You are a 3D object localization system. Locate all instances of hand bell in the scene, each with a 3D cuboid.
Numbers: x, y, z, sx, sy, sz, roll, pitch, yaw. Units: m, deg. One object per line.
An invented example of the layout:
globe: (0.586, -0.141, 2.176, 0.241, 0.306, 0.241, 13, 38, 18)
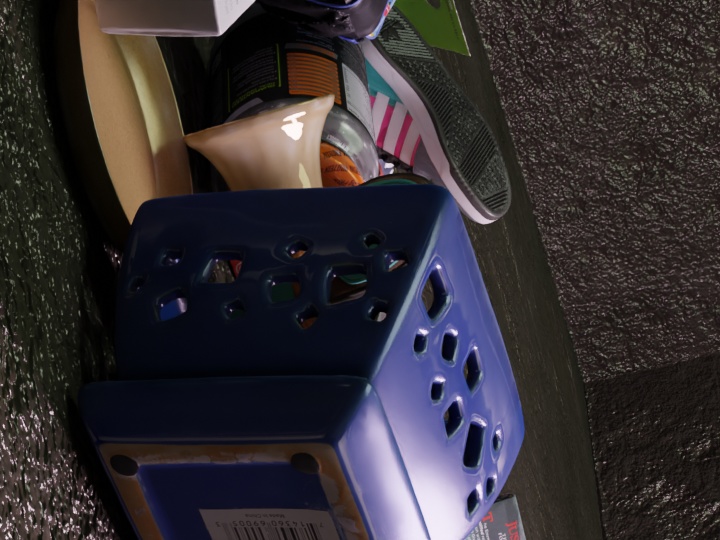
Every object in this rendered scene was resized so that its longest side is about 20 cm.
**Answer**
hand bell: (-0.041, -0.005, 1.368, 0.104, 0.103, 0.202, -39, 115, -79)

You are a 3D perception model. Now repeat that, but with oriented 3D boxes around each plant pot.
plant pot: (-0.035, 0.084, 1.171, 0.181, 0.198, 0.201, -69, 149, -46)
plant pot: (-0.146, -0.091, 1.278, 0.200, 0.027, 0.202, -13, 90, -81)

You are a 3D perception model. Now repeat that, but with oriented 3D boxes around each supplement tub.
supplement tub: (-0.050, -0.101, 1.518, 0.201, 0.121, 0.123, -95, 168, -53)

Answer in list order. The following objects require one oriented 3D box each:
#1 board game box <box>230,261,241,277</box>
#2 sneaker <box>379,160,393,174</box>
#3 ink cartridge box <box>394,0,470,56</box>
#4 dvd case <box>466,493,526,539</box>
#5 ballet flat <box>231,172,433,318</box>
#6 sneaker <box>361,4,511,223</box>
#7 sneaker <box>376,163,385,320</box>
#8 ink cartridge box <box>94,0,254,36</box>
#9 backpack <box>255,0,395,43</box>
board game box: (-0.052, -0.010, 1.636, 0.201, 0.046, 0.152, -87, 162, -57)
sneaker: (0.005, -0.083, 1.790, 0.070, 0.108, 0.201, 41, -21, 33)
ink cartridge box: (-0.015, -0.240, 1.734, 0.199, 0.076, 0.149, 21, -42, 50)
dvd case: (0.036, 0.250, 1.432, 0.022, 0.198, 0.147, -9, -84, 67)
ballet flat: (-0.015, -0.005, 1.429, 0.068, 0.199, 0.068, -4, 63, -60)
sneaker: (0.024, -0.104, 1.652, 0.201, 0.120, 0.083, 56, 40, 1)
sneaker: (0.000, 0.000, 1.575, 0.201, 0.070, 0.098, -94, 164, -47)
ink cartridge box: (-0.091, -0.246, 1.261, 0.200, 0.083, 0.146, -56, 143, -55)
backpack: (-0.058, -0.272, 1.487, 0.135, 0.198, 0.184, 48, 61, -76)
